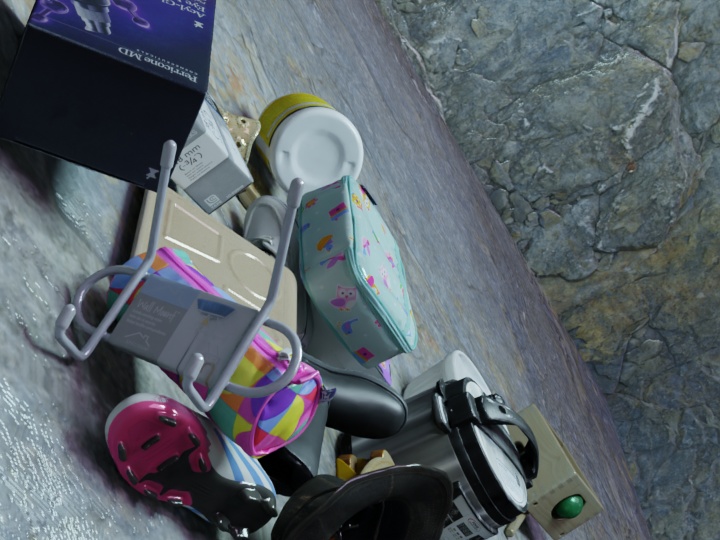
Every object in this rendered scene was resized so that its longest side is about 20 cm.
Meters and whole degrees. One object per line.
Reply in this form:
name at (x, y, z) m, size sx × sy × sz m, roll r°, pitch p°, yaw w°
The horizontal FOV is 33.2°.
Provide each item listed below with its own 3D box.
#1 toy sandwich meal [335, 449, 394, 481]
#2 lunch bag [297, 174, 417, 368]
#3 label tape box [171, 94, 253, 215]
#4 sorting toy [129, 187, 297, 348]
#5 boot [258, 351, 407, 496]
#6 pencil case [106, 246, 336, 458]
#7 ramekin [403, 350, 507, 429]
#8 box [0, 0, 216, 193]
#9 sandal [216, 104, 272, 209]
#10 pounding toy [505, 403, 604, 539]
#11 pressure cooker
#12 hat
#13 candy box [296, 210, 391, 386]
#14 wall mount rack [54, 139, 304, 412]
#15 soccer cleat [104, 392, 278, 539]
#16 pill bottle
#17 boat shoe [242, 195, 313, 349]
toy sandwich meal at (0.003, 0.269, 1.172) m, size 0.205 × 0.070 × 0.206 m, roll -3°, pitch 90°, yaw -69°
lunch bag at (0.000, 0.000, 1.331) m, size 0.161 × 0.077 × 0.200 m, roll 53°, pitch 20°, yaw -35°
label tape box at (-0.198, -0.166, 1.182) m, size 0.200 × 0.063 × 0.144 m, roll 47°, pitch 11°, yaw -51°
sorting toy at (-0.135, 0.014, 1.126) m, size 0.200 × 0.036 × 0.185 m, roll 40°, pitch 24°, yaw -24°
boot at (-0.038, 0.148, 1.131) m, size 0.164 × 0.066 × 0.200 m, roll 21°, pitch 15°, yaw -1°
pencil case at (-0.112, 0.058, 0.940) m, size 0.200 × 0.088 × 0.088 m, roll 36°, pitch -1°, yaw 30°
ramekin at (0.136, 0.220, 1.690) m, size 0.203 × 0.094 × 0.203 m, roll 56°, pitch 16°, yaw -26°
box at (-0.207, -0.175, 1.004) m, size 0.148 × 0.105 × 0.200 m, roll 19°, pitch 31°, yaw -18°
sandal at (-0.139, -0.147, 1.389) m, size 0.212 × 0.069 × 0.078 m, roll 52°, pitch 18°, yaw -39°
pounding toy at (0.290, 0.354, 1.985) m, size 0.184 × 0.142 × 0.200 m, roll 49°, pitch 9°, yaw -47°
pressure cooker at (0.097, 0.214, 1.342) m, size 0.179 × 0.199 × 0.176 m, roll 65°, pitch 13°, yaw 2°
hat at (-0.018, 0.225, 1.032) m, size 0.081 × 0.201 × 0.201 m, roll 36°, pitch -7°, yaw 41°
candy box at (-0.036, 0.035, 1.441) m, size 0.168 × 0.071 × 0.200 m, roll 56°, pitch 17°, yaw -29°
wall mount rack at (-0.125, 0.005, 0.883) m, size 0.174 × 0.199 × 0.075 m, roll -61°, pitch 155°, yaw -24°
soccer cleat at (-0.137, 0.140, 0.930) m, size 0.200 × 0.070 × 0.086 m, roll 51°, pitch 2°, yaw -46°
pill bottle at (-0.070, -0.159, 1.499) m, size 0.115 × 0.114 × 0.200 m, roll 58°, pitch -2°, yaw -20°
boat shoe at (-0.099, -0.007, 1.304) m, size 0.070 × 0.071 × 0.201 m, roll 49°, pitch 27°, yaw -54°
